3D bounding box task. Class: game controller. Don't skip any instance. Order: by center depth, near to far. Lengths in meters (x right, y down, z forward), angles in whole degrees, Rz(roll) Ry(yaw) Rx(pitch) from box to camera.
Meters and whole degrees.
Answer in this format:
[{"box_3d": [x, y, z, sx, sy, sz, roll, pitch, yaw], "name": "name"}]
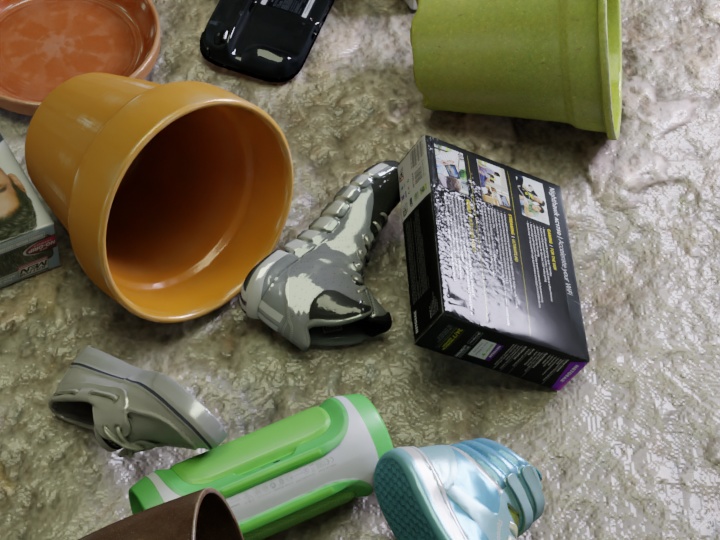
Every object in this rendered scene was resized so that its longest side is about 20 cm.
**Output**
[{"box_3d": [-0.084, -0.266, 1.828, 0.104, 0.042, 0.201, 23, 53, -1], "name": "game controller"}]

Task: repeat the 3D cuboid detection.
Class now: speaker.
[{"box_3d": [-0.076, 0.166, 1.432, 0.199, 0.089, 0.089, -21, 54, -18], "name": "speaker"}]

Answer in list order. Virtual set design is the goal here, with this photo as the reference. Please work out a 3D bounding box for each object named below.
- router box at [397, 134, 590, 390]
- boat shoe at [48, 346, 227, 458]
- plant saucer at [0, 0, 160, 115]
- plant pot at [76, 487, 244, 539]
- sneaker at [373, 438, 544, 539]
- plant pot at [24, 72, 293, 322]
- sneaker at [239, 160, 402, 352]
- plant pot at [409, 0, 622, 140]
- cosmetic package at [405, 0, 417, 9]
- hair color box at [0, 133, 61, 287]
[{"box_3d": [0.111, -0.008, 1.564, 0.149, 0.051, 0.201, 19, 46, -25], "name": "router box"}, {"box_3d": [-0.182, 0.114, 1.449, 0.200, 0.072, 0.066, 19, 63, 46], "name": "boat shoe"}, {"box_3d": [-0.293, -0.221, 1.782, 0.199, 0.032, 0.201, 1, 49, -1], "name": "plant saucer"}, {"box_3d": [-0.184, 0.266, 1.304, 0.199, 0.187, 0.188, -13, 50, 8], "name": "plant pot"}, {"box_3d": [0.106, 0.213, 1.406, 0.130, 0.080, 0.201, -12, 68, -35], "name": "sneaker"}, {"box_3d": [-0.191, -0.083, 1.580, 0.200, 0.201, 0.183, -34, 44, -26], "name": "plant pot"}, {"box_3d": [0.000, 0.000, 1.589, 0.115, 0.075, 0.200, 39, 68, 20], "name": "sneaker"}, {"box_3d": [0.145, -0.219, 1.706, 0.183, 0.201, 0.201, -1, 49, 12], "name": "plant pot"}, {"box_3d": [0.056, -0.365, 1.886, 0.101, 0.074, 0.200, -17, 50, -14], "name": "cosmetic package"}, {"box_3d": [-0.354, -0.073, 1.638, 0.099, 0.061, 0.200, -23, 55, -19], "name": "hair color box"}]
